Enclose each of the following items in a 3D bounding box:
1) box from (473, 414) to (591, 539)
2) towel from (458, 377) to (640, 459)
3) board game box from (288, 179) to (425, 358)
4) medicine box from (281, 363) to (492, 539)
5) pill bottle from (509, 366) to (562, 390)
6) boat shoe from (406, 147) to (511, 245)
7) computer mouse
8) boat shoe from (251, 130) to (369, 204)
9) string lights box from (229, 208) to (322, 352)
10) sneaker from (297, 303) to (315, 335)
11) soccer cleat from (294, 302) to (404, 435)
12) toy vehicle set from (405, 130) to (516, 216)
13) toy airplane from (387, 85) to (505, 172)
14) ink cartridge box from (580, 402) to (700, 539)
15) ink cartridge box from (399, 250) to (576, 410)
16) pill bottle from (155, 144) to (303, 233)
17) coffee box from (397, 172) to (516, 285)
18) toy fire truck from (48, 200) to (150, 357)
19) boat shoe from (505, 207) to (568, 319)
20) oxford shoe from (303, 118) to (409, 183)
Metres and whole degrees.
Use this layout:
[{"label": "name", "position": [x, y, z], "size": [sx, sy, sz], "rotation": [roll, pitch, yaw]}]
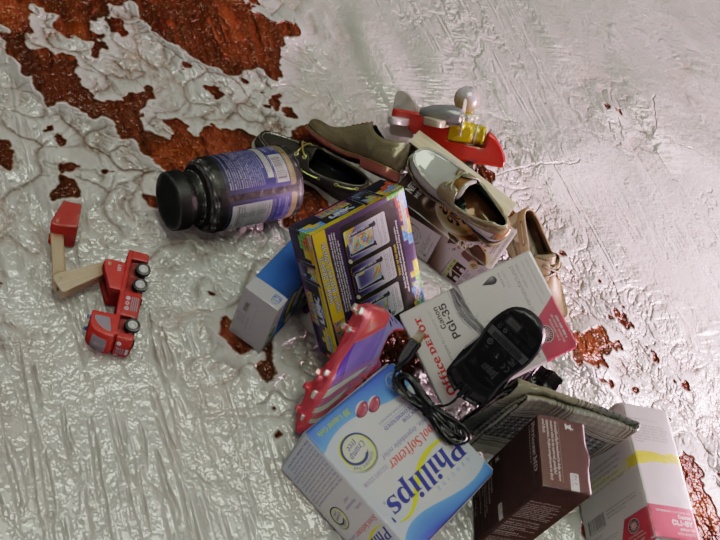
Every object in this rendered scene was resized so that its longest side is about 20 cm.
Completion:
[{"label": "box", "position": [0.217, 0.281, 1.265], "size": [0.074, 0.200, 0.101], "rotation": [15, 50, -15]}, {"label": "towel", "position": [0.248, 0.221, 1.332], "size": [0.199, 0.193, 0.035], "rotation": [20, 57, -13]}, {"label": "board game box", "position": [0.000, 0.000, 1.338], "size": [0.165, 0.201, 0.057], "rotation": [-28, 31, -28]}, {"label": "medicine box", "position": [0.036, 0.257, 1.260], "size": [0.200, 0.103, 0.182], "rotation": [45, 49, 12]}, {"label": "pill bottle", "position": [0.193, 0.124, 1.422], "size": [0.200, 0.112, 0.112], "rotation": [43, 48, 9]}, {"label": "boat shoe", "position": [0.157, -0.125, 1.512], "size": [0.200, 0.068, 0.075], "rotation": [41, 77, 8]}, {"label": "computer mouse", "position": [0.135, 0.112, 1.261], "size": [0.140, 0.200, 0.046], "rotation": [39, 5, 7]}, {"label": "boat shoe", "position": [-0.078, -0.173, 1.559], "size": [0.200, 0.061, 0.072], "rotation": [30, 48, -3]}, {"label": "string lights box", "position": [-0.099, 0.011, 1.379], "size": [0.059, 0.103, 0.200], "rotation": [34, 48, 7]}, {"label": "sneaker", "position": [-0.002, 0.028, 1.429], "size": [0.081, 0.084, 0.200], "rotation": [45, 48, 11]}, {"label": "soccer cleat", "position": [-0.017, 0.138, 1.292], "size": [0.076, 0.067, 0.201], "rotation": [29, 89, -17]}, {"label": "toy vehicle set", "position": [0.161, -0.146, 1.617], "size": [0.200, 0.124, 0.027], "rotation": [37, 80, 4]}, {"label": "toy airplane", "position": [0.146, -0.257, 1.664], "size": [0.198, 0.142, 0.200], "rotation": [20, 19, -38]}, {"label": "ink cartridge box", "position": [0.378, 0.308, 1.361], "size": [0.083, 0.145, 0.201], "rotation": [11, 51, -19]}, {"label": "ink cartridge box", "position": [0.170, 0.084, 1.323], "size": [0.199, 0.083, 0.147], "rotation": [-27, 83, 2]}, {"label": "pill bottle", "position": [-0.191, -0.117, 1.426], "size": [0.199, 0.112, 0.112], "rotation": [-14, 62, -34]}, {"label": "coffee box", "position": [0.137, -0.071, 1.574], "size": [0.200, 0.080, 0.113], "rotation": [37, 49, 4]}, {"label": "toy fire truck", "position": [-0.354, 0.012, 1.290], "size": [0.140, 0.049, 0.201], "rotation": [14, 51, -16]}, {"label": "boat shoe", "position": [0.294, -0.005, 1.598], "size": [0.071, 0.064, 0.201], "rotation": [-15, 76, -37]}, {"label": "oxford shoe", "position": [-0.003, -0.211, 1.584], "size": [0.199, 0.075, 0.070], "rotation": [30, 6, 25]}]
